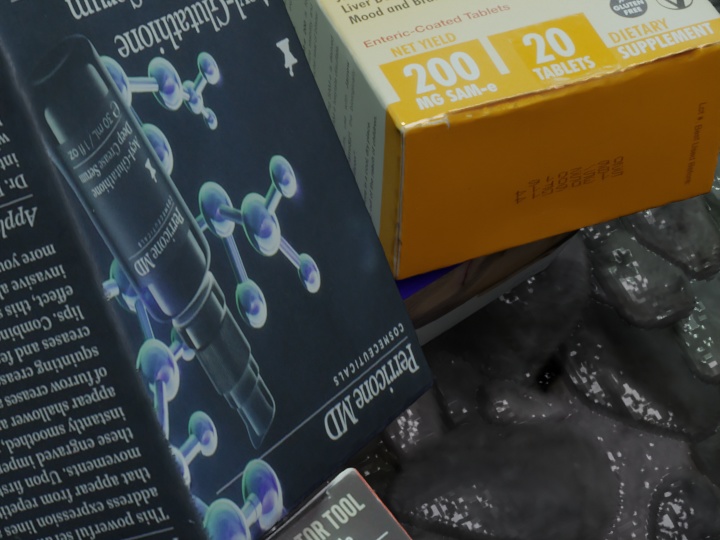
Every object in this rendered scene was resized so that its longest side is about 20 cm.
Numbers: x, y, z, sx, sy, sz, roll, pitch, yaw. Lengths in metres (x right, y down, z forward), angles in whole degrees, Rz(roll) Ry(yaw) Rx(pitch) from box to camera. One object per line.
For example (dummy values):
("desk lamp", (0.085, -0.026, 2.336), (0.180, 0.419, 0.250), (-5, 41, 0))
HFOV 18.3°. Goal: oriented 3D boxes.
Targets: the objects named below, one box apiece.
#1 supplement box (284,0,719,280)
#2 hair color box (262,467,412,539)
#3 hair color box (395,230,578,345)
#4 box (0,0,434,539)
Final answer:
("supplement box", (0.030, -0.101, 0.799), (0.126, 0.074, 0.200), (-16, 47, -17))
("hair color box", (-0.051, 0.145, 0.697), (0.111, 0.200, 0.064), (-37, 81, -29))
("hair color box", (0.000, 0.000, 0.837), (0.200, 0.109, 0.065), (-33, 79, -28))
("box", (-0.084, -0.019, 0.651), (0.148, 0.107, 0.200), (-37, 108, -59))
